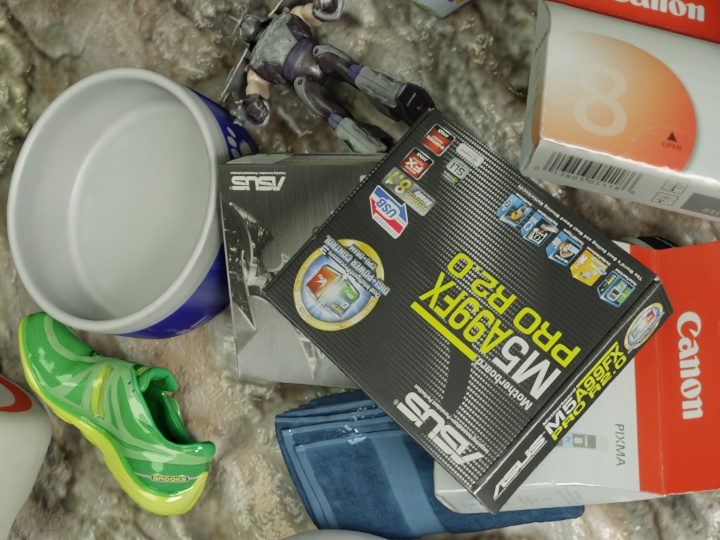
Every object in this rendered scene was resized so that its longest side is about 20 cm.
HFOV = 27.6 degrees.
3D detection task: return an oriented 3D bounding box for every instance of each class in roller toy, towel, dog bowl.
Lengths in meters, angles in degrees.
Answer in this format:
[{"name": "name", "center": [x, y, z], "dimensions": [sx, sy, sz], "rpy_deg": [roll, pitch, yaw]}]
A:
[{"name": "roller toy", "center": [-0.343, 0.145, 1.126], "dimensions": [0.181, 0.200, 0.141], "rpy_deg": [24, 94, 23]}, {"name": "towel", "center": [0.046, 0.129, 0.975], "dimensions": [0.197, 0.049, 0.113], "rpy_deg": [-11, 114, 25]}, {"name": "dog bowl", "center": [-0.173, -0.050, 1.131], "dimensions": [0.197, 0.079, 0.203], "rpy_deg": [-5, 79, 27]}]

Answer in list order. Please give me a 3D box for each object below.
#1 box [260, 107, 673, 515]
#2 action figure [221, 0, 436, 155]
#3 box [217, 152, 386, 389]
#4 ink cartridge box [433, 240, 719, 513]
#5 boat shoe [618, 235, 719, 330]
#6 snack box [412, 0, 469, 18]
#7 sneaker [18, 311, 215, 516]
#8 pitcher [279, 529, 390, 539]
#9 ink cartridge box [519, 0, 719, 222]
[{"name": "box", "center": [0.060, 0.018, 0.867], "dimensions": [0.160, 0.044, 0.200], "rpy_deg": [-46, 56, -4]}, {"name": "action figure", "center": [-0.033, -0.147, 1.080], "dimensions": [0.199, 0.069, 0.131], "rpy_deg": [37, 104, 31]}, {"name": "box", "center": [0.000, 0.000, 1.015], "dimensions": [0.197, 0.048, 0.161], "rpy_deg": [3, 104, 28]}, {"name": "ink cartridge box", "center": [0.141, 0.054, 0.865], "dimensions": [0.197, 0.047, 0.162], "rpy_deg": [-9, 62, 22]}, {"name": "boat shoe", "center": [0.234, 0.043, 0.908], "dimensions": [0.060, 0.076, 0.201], "rpy_deg": [-24, 54, -18]}, {"name": "snack box", "center": [0.104, -0.293, 1.039], "dimensions": [0.198, 0.053, 0.144], "rpy_deg": [-29, 70, 21]}, {"name": "sneaker", "center": [-0.181, 0.096, 1.117], "dimensions": [0.200, 0.074, 0.084], "rpy_deg": [43, 104, 18]}, {"name": "pitcher", "center": [-0.001, 0.228, 0.937], "dimensions": [0.197, 0.171, 0.123], "rpy_deg": [-8, 82, 26]}, {"name": "ink cartridge box", "center": [0.187, -0.135, 0.893], "dimensions": [0.160, 0.050, 0.203], "rpy_deg": [12, 66, -7]}]
